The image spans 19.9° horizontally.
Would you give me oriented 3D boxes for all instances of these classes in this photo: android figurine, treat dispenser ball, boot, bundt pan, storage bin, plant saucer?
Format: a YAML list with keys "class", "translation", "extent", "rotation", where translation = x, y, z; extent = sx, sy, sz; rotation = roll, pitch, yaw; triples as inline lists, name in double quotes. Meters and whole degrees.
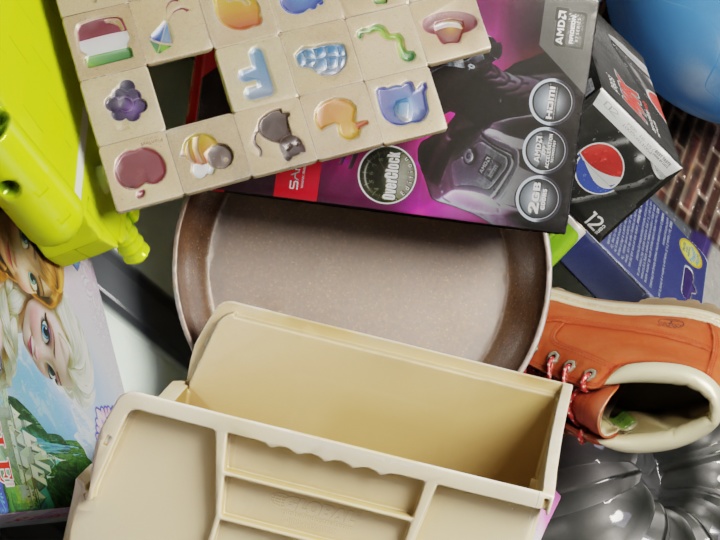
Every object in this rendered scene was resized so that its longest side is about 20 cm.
- class: "android figurine"
  translation: [-0.155, -0.085, 0.978]
  extent: [0.182, 0.041, 0.200]
  rotation: [-92, 156, -49]
- class: "treat dispenser ball"
  translation: [0.260, -0.194, 1.346]
  extent: [0.201, 0.201, 0.201]
  rotation: [15, 64, -35]
- class: "boot"
  translation: [0.110, 0.057, 1.127]
  extent: [0.107, 0.199, 0.075]
  rotation: [-55, 141, -65]
- class: "bundt pan"
  translation: [0.172, 0.123, 1.238]
  extent: [0.202, 0.076, 0.202]
  rotation: [15, 65, -36]
- class: "storage bin"
  translation: [-0.013, 0.094, 0.945]
  extent: [0.200, 0.198, 0.094]
  rotation: [-53, 156, -77]
- class: "plant saucer"
  translation: [0.000, 0.000, 1.081]
  extent: [0.200, 0.034, 0.201]
  rotation: [1, 83, -7]

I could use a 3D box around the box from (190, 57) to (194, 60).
- class: "box"
  translation: [-0.033, -0.215, 1.163]
  extent: [0.192, 0.122, 0.200]
  rotation: [29, 58, -30]

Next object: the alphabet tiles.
- class: "alphabet tiles"
  translation: [-0.044, -0.130, 0.996]
  extent: [0.199, 0.008, 0.168]
  rotation: [-15, 77, -11]

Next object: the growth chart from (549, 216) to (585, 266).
- class: "growth chart"
  translation: [0.030, -0.031, 1.155]
  extent: [0.200, 0.018, 0.145]
  rotation: [34, 100, -31]

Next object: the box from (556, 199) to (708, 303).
- class: "box"
  translation: [0.135, -0.043, 1.258]
  extent: [0.200, 0.032, 0.121]
  rotation: [44, 27, -10]

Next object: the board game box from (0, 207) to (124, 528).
- class: "board game box"
  translation: [-0.174, 0.019, 0.943]
  extent: [0.199, 0.041, 0.201]
  rotation: [11, 63, -73]

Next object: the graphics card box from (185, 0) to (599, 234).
- class: "graphics card box"
  translation: [0.014, -0.092, 1.042]
  extent: [0.199, 0.051, 0.126]
  rotation: [8, 95, -7]

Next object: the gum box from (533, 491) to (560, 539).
- class: "gum box"
  translation: [0.015, 0.164, 1.096]
  extent: [0.114, 0.066, 0.200]
  rotation: [46, 51, -18]

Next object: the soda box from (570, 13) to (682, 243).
- class: "soda box"
  translation: [0.129, -0.094, 1.175]
  extent: [0.071, 0.063, 0.200]
  rotation: [42, 18, -16]
